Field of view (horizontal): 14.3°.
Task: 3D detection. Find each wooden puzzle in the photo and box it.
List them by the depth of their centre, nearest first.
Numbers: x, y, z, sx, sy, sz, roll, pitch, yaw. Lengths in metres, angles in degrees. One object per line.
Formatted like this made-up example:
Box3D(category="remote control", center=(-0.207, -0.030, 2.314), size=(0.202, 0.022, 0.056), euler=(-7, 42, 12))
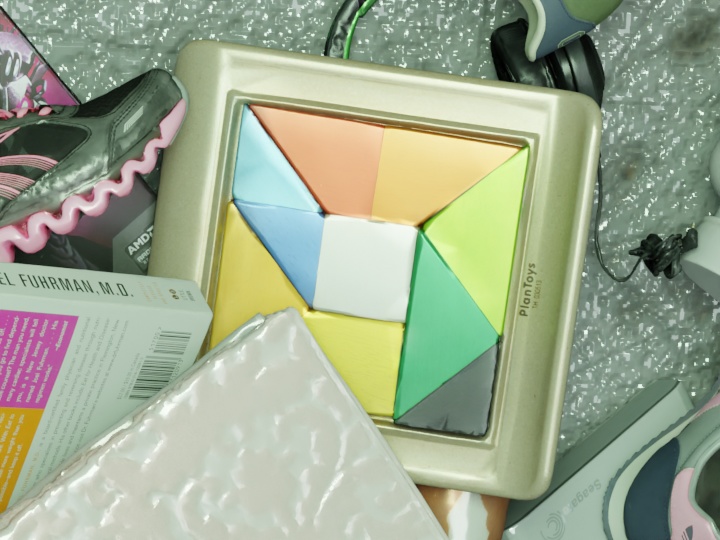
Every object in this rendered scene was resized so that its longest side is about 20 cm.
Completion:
Box3D(category="wooden puzzle", center=(0.000, 0.000, 1.290), size=(0.198, 0.037, 0.187), euler=(9, 94, 7))

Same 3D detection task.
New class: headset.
Box3D(category="headset", center=(0.073, -0.067, 1.354), size=(0.200, 0.094, 0.124), euler=(42, 90, -7))

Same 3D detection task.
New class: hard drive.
Box3D(category="hard drive", center=(0.154, 0.175, 1.437), size=(0.132, 0.026, 0.201), euler=(-37, 110, -28))

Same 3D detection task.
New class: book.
Box3D(category="book", center=(-0.176, 0.056, 1.240), size=(0.199, 0.048, 0.134), euler=(7, 123, -33))

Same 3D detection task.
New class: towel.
Box3D(category="towel", center=(-0.060, 0.146, 1.256), size=(0.200, 0.032, 0.192), euler=(-36, 106, -13))

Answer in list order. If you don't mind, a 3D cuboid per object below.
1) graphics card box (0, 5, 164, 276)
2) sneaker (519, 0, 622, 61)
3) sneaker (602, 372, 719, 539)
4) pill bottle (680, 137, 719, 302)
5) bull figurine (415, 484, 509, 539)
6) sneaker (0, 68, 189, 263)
Box3D(category="graphics card box", center=(-0.186, -0.050, 1.315), size=(0.125, 0.051, 0.200), euler=(-40, 109, -4))
Box3D(category="sneaker", center=(0.037, -0.176, 1.285), size=(0.200, 0.067, 0.090), euler=(39, 95, -6))
Box3D(category="sneaker", center=(0.208, 0.073, 1.403), size=(0.200, 0.082, 0.070), euler=(-49, 113, -19))
Box3D(category="pill bottle", center=(0.239, -0.066, 1.376), size=(0.112, 0.112, 0.201), euler=(34, 85, -18))
Box3D(category="bull figurine", center=(0.038, 0.091, 1.362), size=(0.065, 0.121, 0.201), euler=(10, 98, -15))
Box3D(category="sneaker", center=(-0.171, -0.046, 1.261), size=(0.199, 0.079, 0.096), euler=(-32, 96, -8))
